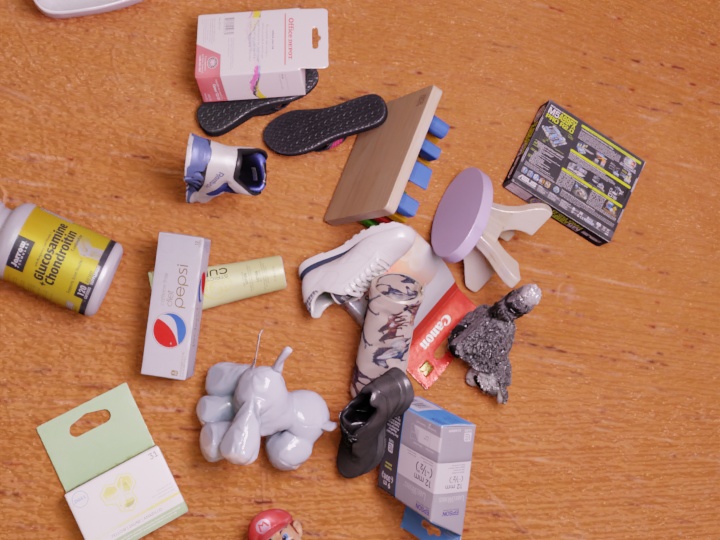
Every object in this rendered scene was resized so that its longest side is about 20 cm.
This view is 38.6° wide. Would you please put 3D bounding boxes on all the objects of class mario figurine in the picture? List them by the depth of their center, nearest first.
[{"bbox_3d":[-0.089,0.427,1.449,0.201,0.105,0.123,56,38,-8],"label":"mario figurine"}]

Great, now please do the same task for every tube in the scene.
[{"bbox_3d":[-0.209,0.023,1.518,0.197,0.052,0.059,-11,47,-9],"label":"tube"}]

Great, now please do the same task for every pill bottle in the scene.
[{"bbox_3d":[-0.441,-0.024,1.430,0.198,0.112,0.113,24,76,-10],"label":"pill bottle"}]

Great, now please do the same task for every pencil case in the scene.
[{"bbox_3d":[0.042,0.102,1.506,0.088,0.078,0.203,8,117,-3],"label":"pencil case"}]

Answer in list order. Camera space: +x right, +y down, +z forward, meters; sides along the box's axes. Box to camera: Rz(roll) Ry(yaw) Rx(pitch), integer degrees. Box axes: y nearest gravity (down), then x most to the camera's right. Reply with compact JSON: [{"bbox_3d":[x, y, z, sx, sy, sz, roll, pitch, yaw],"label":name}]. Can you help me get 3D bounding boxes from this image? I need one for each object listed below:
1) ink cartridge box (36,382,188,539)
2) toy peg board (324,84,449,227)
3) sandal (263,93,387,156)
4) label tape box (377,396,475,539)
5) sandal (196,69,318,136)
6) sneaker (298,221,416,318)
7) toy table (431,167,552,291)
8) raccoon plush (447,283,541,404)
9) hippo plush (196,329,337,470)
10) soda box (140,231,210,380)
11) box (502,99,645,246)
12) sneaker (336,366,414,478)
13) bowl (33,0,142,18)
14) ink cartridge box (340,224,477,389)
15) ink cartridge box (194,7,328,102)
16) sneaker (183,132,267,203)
[{"bbox_3d":[-0.348,0.279,1.440,0.144,0.048,0.202,-26,91,-16],"label":"ink cartridge box"},{"bbox_3d":[0.061,-0.151,1.549,0.097,0.198,0.203,28,75,-25],"label":"toy peg board"},{"bbox_3d":[-0.052,-0.216,1.580,0.197,0.045,0.076,-13,69,6],"label":"sandal"},{"bbox_3d":[0.088,0.297,1.471,0.065,0.143,0.204,4,97,-32],"label":"label tape box"},{"bbox_3d":[-0.158,-0.267,1.581,0.198,0.048,0.076,-25,73,-3],"label":"sandal"},{"bbox_3d":[0.000,0.000,1.515,0.076,0.198,0.081,37,32,-44],"label":"sneaker"},{"bbox_3d":[0.192,-0.062,1.579,0.116,0.184,0.202,33,41,-17],"label":"toy table"},{"bbox_3d":[0.223,0.121,1.547,0.134,0.199,0.097,47,51,-11],"label":"raccoon plush"},{"bbox_3d":[-0.130,0.199,1.482,0.160,0.159,0.202,26,90,-40],"label":"hippo plush"},{"bbox_3d":[-0.262,0.050,1.466,0.067,0.064,0.204,7,90,1],"label":"soda box"},{"bbox_3d":[0.353,-0.160,1.697,0.198,0.044,0.162,30,74,-9],"label":"box"},{"bbox_3d":[0.000,0.222,1.468,0.090,0.202,0.076,-12,45,-44],"label":"sneaker"},{"bbox_3d":[-0.412,-0.473,1.531,0.197,0.075,0.203,-16,85,-17],"label":"bowl"},{"bbox_3d":[0.087,0.057,1.589,0.200,0.050,0.162,44,74,-1],"label":"ink cartridge box"},{"bbox_3d":[-0.143,-0.323,1.538,0.196,0.068,0.118,-3,64,4],"label":"ink cartridge box"},{"bbox_3d":[-0.190,-0.134,1.468,0.113,0.199,0.082,10,83,-5],"label":"sneaker"}]
